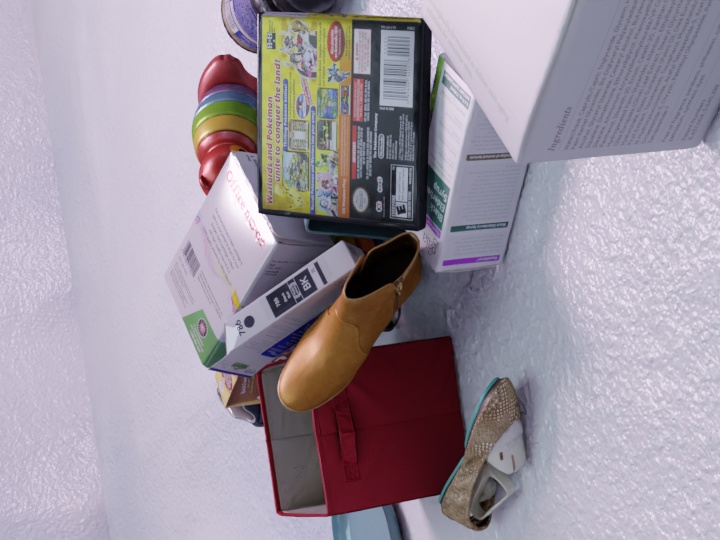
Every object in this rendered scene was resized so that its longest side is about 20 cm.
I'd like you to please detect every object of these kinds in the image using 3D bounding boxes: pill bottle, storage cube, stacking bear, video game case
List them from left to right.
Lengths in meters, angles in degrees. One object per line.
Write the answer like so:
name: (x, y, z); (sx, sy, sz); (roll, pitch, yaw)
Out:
stacking bear: (-0.176, -0.173, 1.759); (0.114, 0.121, 0.202); (-42, 32, 34)
pill bottle: (-0.099, -0.346, 1.648); (0.200, 0.110, 0.114); (176, 88, -67)
video game case: (-0.018, -0.148, 1.274); (0.178, 0.025, 0.203); (7, 105, 23)
storage cube: (0.001, 0.174, 1.459); (0.200, 0.177, 0.173); (157, 106, -67)

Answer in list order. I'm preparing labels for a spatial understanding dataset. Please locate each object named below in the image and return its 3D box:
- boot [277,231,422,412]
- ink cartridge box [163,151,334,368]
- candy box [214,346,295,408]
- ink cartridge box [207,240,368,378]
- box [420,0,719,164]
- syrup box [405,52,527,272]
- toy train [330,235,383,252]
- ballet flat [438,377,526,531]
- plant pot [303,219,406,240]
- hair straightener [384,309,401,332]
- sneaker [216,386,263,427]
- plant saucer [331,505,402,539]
boot: (-0.015, 0.048, 1.290); (0.071, 0.201, 0.144); (41, 170, 13)
ink cartridge box: (-0.128, -0.011, 1.465); (0.201, 0.083, 0.146); (-56, 48, 33)
candy box: (-0.102, 0.090, 1.619); (0.057, 0.115, 0.201); (66, 148, 33)
ink cartridge box: (-0.071, 0.044, 1.387); (0.039, 0.199, 0.099); (60, -166, 20)
box: (0.172, -0.219, 0.963); (0.201, 0.169, 0.200); (107, 148, -42)
syrup box: (0.107, -0.104, 1.262); (0.079, 0.080, 0.202); (-124, 37, -47)
toy train: (-0.026, -0.056, 1.486); (0.084, 0.115, 0.202); (-21, 86, 24)
ballet flat: (0.134, 0.191, 1.317); (0.065, 0.070, 0.201); (37, 138, 23)
plant pot: (0.000, -0.142, 1.423); (0.200, 0.139, 0.143); (-117, 35, -60)
hair straightener: (0.000, 0.000, 1.591); (0.201, 0.040, 0.078); (-120, 33, -44)
sneaker: (-0.133, 0.118, 1.806); (0.077, 0.144, 0.205); (127, 133, -60)
plant saucer: (0.011, 0.347, 1.672); (0.200, 0.027, 0.203); (174, 90, -67)
